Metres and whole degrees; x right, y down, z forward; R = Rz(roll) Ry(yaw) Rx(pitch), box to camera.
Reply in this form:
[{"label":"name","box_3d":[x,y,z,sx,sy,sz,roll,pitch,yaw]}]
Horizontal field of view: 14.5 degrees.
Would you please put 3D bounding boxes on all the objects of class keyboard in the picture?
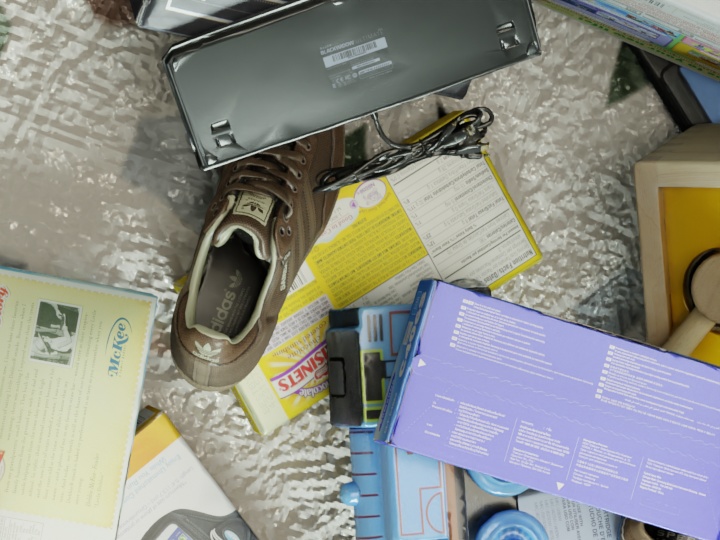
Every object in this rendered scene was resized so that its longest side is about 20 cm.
[{"label":"keyboard","box_3d":[0.002,-0.100,1.533,0.199,0.021,0.128,-18,120,-1]}]

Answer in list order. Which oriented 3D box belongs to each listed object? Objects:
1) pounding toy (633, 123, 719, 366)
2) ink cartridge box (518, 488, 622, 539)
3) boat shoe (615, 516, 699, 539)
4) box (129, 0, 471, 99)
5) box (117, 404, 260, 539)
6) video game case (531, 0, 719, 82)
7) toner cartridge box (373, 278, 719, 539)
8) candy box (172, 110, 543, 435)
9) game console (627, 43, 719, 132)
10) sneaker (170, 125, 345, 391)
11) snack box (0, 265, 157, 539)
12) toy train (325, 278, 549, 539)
[{"label":"pounding toy","box_3d":[0.226,0.020,1.633,0.142,0.199,0.185,-31,118,-59]},{"label":"ink cartridge box","box_3d":[0.115,0.185,1.689,0.199,0.042,0.120,-11,97,-20]},{"label":"boat shoe","box_3d":[0.247,0.171,1.636,0.199,0.072,0.073,6,77,3]},{"label":"box","box_3d":[-0.010,-0.222,1.531,0.199,0.123,0.199,12,119,-22]},{"label":"box","box_3d":[-0.104,0.191,1.615,0.119,0.041,0.200,-38,107,-12]},{"label":"video game case","box_3d":[0.187,-0.138,1.586,0.199,0.182,0.022,23,87,-1]},{"label":"toner cartridge box","box_3d":[0.116,0.077,1.553,0.199,0.043,0.096,18,86,-9]},{"label":"candy box","box_3d":[0.000,0.000,1.642,0.199,0.026,0.103,-32,104,-13]},{"label":"game console","box_3d":[0.286,-0.115,1.682,0.170,0.118,0.200,-37,104,-13]},{"label":"sneaker","box_3d":[-0.051,-0.031,1.575,0.070,0.076,0.201,16,75,-2]},{"label":"snack box","box_3d":[-0.185,0.102,1.552,0.116,0.037,0.201,11,80,-7]},{"label":"toy train","box_3d":[0.041,0.106,1.603,0.114,0.087,0.201,-3,89,-14]}]
